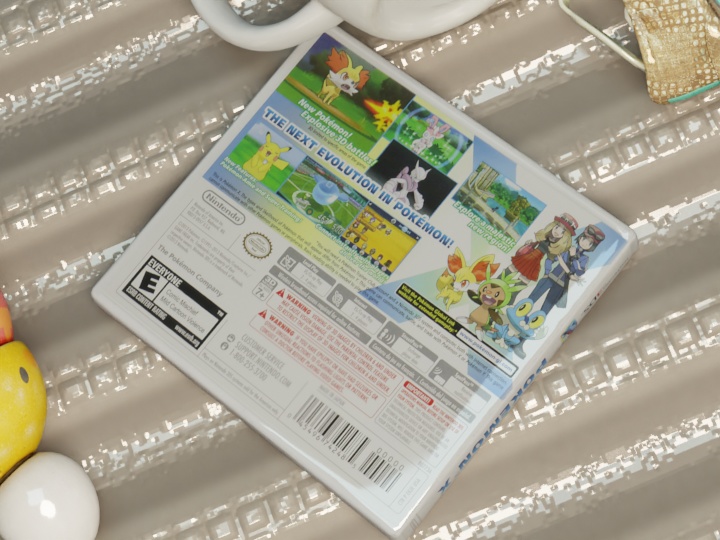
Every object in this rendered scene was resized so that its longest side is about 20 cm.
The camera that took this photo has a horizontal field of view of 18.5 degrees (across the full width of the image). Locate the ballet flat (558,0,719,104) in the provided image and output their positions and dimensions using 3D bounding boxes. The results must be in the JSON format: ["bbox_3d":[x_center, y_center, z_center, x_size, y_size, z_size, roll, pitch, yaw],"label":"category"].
[{"bbox_3d":[0.113,-0.161,1.068,0.065,0.070,0.201,-38,63,11],"label":"ballet flat"}]

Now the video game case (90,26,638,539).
[{"bbox_3d":[0.000,0.000,1.052,0.200,0.022,0.183,36,80,22],"label":"video game case"}]

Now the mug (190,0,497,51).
[{"bbox_3d":[-0.012,-0.191,1.061,0.200,0.147,0.176,-38,66,26],"label":"mug"}]

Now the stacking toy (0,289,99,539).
[{"bbox_3d":[-0.195,0.057,1.035,0.146,0.146,0.200,-44,87,-7],"label":"stacking toy"}]
